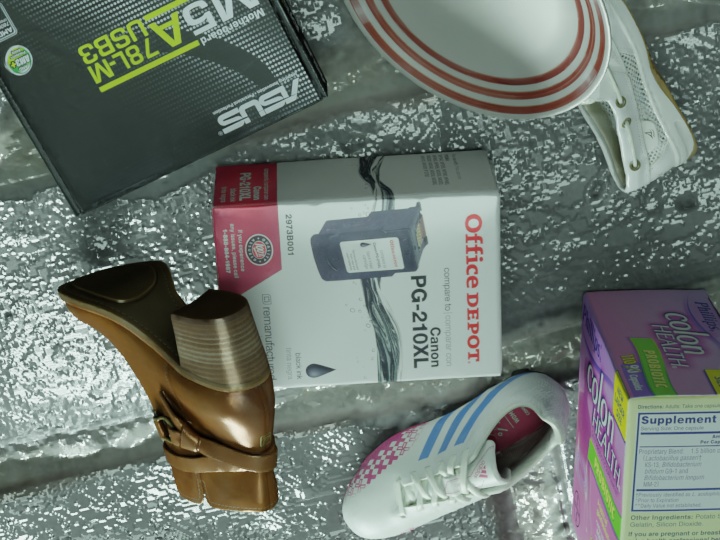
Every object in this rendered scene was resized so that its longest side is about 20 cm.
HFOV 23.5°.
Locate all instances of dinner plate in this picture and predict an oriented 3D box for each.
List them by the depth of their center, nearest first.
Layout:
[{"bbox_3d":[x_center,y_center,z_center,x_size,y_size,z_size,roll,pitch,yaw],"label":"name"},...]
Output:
[{"bbox_3d":[0.075,-0.179,1.134,0.200,0.024,0.200,24,148,16],"label":"dinner plate"}]

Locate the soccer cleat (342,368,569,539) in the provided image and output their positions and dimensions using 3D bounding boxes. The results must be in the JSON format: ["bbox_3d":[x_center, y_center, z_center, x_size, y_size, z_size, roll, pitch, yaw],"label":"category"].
[{"bbox_3d":[0.068,0.146,1.292,0.200,0.086,0.070,-36,110,12],"label":"soccer cleat"}]

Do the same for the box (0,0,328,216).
[{"bbox_3d":[-0.151,-0.162,1.173,0.200,0.048,0.193,-24,110,8],"label":"box"}]

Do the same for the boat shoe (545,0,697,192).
[{"bbox_3d":[0.156,-0.138,1.177,0.069,0.071,0.200,-38,111,-7],"label":"boat shoe"}]

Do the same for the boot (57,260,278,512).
[{"bbox_3d":[-0.131,0.080,1.213,0.200,0.077,0.156,11,120,39],"label":"boot"}]

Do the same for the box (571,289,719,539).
[{"bbox_3d":[0.216,0.139,1.247,0.096,0.176,0.200,0,113,-3],"label":"box"}]

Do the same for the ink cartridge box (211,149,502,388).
[{"bbox_3d":[0.000,0.000,1.228,0.200,0.084,0.145,-3,114,-1],"label":"ink cartridge box"}]
